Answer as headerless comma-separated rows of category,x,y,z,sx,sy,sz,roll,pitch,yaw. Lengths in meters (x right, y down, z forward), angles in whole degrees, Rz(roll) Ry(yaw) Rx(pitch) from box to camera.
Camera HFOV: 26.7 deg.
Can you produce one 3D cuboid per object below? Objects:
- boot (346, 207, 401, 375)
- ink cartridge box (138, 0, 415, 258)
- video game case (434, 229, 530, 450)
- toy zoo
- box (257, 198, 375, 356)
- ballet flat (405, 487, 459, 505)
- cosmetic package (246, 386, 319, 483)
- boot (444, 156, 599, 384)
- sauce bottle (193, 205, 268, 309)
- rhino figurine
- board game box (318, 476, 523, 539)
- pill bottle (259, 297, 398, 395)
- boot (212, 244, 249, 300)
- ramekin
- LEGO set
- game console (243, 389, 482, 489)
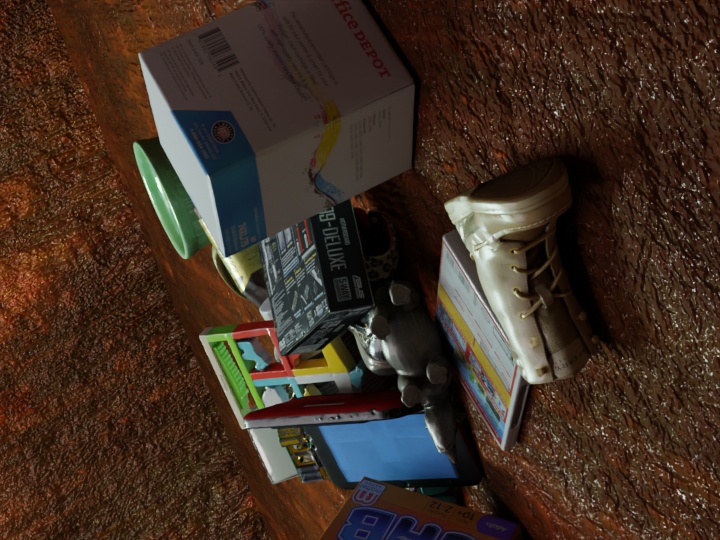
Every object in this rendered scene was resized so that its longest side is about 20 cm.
boot,0.000,0.000,1.610,0.200,0.073,0.152,-118,16,-53
ink cartridge box,-0.070,-0.141,1.352,0.147,0.199,0.146,59,167,25
video game case,0.112,0.069,1.408,0.144,0.017,0.200,59,165,25
toy zoo,-0.075,0.114,1.697,0.199,0.020,0.132,-8,116,33
box,-0.052,-0.012,1.542,0.200,0.049,0.159,136,124,-67
ballet flat,0.080,0.241,1.762,0.201,0.068,0.072,90,170,-52
cosmetic package,-0.074,0.198,2.036,0.104,0.073,0.200,66,-158,-4
boot,0.129,0.004,1.104,0.157,0.072,0.200,67,169,-3
sauce bottle,-0.129,-0.006,1.845,0.201,0.066,0.066,60,167,-2
rhino figurine,0.061,0.099,1.488,0.087,0.059,0.201,-84,-28,-78
board game box,0.056,0.381,1.622,0.198,0.200,0.201,12,135,31
pill bottle,-0.030,0.104,1.753,0.201,0.110,0.111,57,169,-14
boot,-0.142,-0.030,1.987,0.200,0.072,0.155,32,-160,-46
ramekin,-0.274,-0.129,2.394,0.201,0.097,0.201,59,166,25
LEGO set,-0.032,0.162,1.876,0.201,0.115,0.155,-89,-14,-50
game console,0.003,0.191,1.618,0.199,0.172,0.120,-8,91,33
